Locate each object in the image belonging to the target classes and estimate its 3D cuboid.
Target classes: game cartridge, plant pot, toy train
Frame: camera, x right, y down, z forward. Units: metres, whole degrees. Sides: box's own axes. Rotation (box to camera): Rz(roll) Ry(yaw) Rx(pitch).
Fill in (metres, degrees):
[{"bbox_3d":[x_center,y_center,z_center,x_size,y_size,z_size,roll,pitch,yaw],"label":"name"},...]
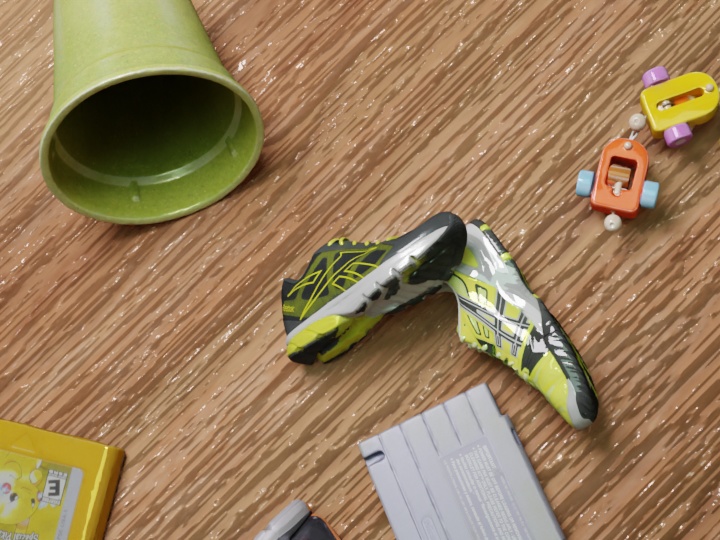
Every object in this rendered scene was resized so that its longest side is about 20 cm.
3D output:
[{"bbox_3d":[-0.317,0.240,0.887,0.173,0.032,0.204,10,77,13],"label":"game cartridge"},{"bbox_3d":[-0.205,-0.178,0.909,0.197,0.201,0.187,-22,61,4],"label":"plant pot"},{"bbox_3d":[0.093,0.209,0.816,0.128,0.038,0.203,-24,72,0],"label":"game cartridge"},{"bbox_3d":[0.290,-0.092,0.851,0.196,0.056,0.153,8,78,16],"label":"toy train"}]

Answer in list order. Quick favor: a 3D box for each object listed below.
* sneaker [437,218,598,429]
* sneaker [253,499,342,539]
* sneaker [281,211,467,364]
[{"bbox_3d":[0.128,0.054,0.837,0.076,0.075,0.201,-36,61,7],"label":"sneaker"},{"bbox_3d":[-0.069,0.277,0.771,0.112,0.078,0.200,40,52,13],"label":"sneaker"},{"bbox_3d":[0.000,0.000,0.846,0.199,0.074,0.086,-36,62,23],"label":"sneaker"}]
